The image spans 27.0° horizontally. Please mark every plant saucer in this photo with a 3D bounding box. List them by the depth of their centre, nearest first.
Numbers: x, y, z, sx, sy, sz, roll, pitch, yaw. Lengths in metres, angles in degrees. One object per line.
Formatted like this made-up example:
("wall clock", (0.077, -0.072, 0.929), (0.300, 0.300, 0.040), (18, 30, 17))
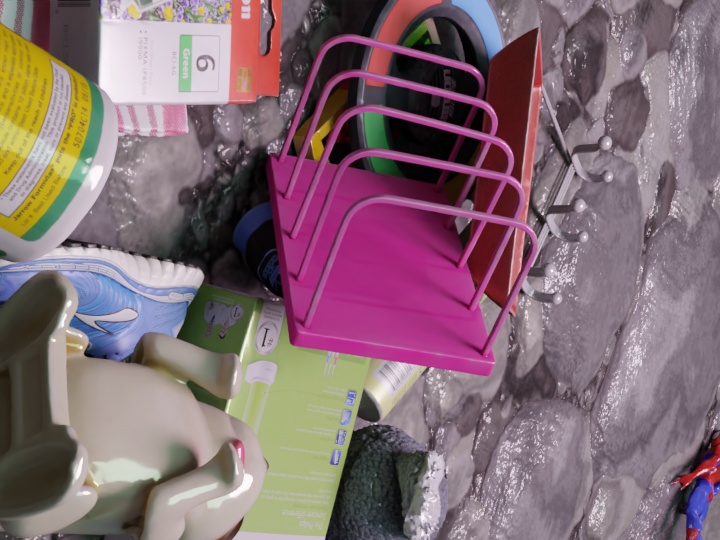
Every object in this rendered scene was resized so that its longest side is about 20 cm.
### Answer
("plant saucer", (0.111, -0.069, 1.145), (0.200, 0.037, 0.201), (29, 68, -82))

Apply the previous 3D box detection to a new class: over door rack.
("over door rack", (0.161, -0.076, 1.337), (0.200, 0.066, 0.148), (46, 63, -47))

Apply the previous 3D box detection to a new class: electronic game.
("electronic game", (0.056, -0.137, 1.173), (0.200, 0.041, 0.201), (-19, 114, -48))

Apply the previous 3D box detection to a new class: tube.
("tube", (0.056, 0.038, 1.226), (0.052, 0.058, 0.200), (42, 63, 1))

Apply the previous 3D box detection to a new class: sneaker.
("sneaker", (-0.177, 0.026, 0.929), (0.200, 0.078, 0.090), (14, 87, -52))
("sneaker", (0.000, 0.000, 1.114), (0.199, 0.078, 0.070), (3, 127, -39))

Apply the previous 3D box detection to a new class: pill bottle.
("pill bottle", (-0.235, -0.093, 0.783), (0.200, 0.113, 0.113), (31, 75, -38))

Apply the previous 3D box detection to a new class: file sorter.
("file sorter", (0.027, -0.050, 1.008), (0.138, 0.200, 0.126), (10, 126, -17))

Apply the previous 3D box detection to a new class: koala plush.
("koala plush", (0.019, 0.208, 1.159), (0.183, 0.177, 0.201), (-25, 123, -34))

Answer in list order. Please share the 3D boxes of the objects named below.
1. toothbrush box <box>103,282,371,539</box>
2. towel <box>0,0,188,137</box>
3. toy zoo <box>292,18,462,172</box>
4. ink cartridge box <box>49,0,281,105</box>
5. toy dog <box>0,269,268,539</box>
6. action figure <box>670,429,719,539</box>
("toothbrush box", (-0.083, 0.119, 1.066), (0.145, 0.086, 0.201), (16, 86, -52))
("towel", (-0.176, -0.155, 0.918), (0.200, 0.030, 0.147), (-5, 103, -51))
("toy zoo", (0.013, -0.094, 1.181), (0.200, 0.020, 0.132), (-49, 134, -33))
("ink cartridge box", (-0.103, -0.160, 0.947), (0.200, 0.050, 0.110), (-8, 103, -49))
("toy dog", (-0.144, 0.119, 0.896), (0.200, 0.194, 0.140), (23, 38, -44))
("action figure", (0.393, 0.262, 1.740), (0.200, 0.051, 0.066), (-55, 142, -34))
